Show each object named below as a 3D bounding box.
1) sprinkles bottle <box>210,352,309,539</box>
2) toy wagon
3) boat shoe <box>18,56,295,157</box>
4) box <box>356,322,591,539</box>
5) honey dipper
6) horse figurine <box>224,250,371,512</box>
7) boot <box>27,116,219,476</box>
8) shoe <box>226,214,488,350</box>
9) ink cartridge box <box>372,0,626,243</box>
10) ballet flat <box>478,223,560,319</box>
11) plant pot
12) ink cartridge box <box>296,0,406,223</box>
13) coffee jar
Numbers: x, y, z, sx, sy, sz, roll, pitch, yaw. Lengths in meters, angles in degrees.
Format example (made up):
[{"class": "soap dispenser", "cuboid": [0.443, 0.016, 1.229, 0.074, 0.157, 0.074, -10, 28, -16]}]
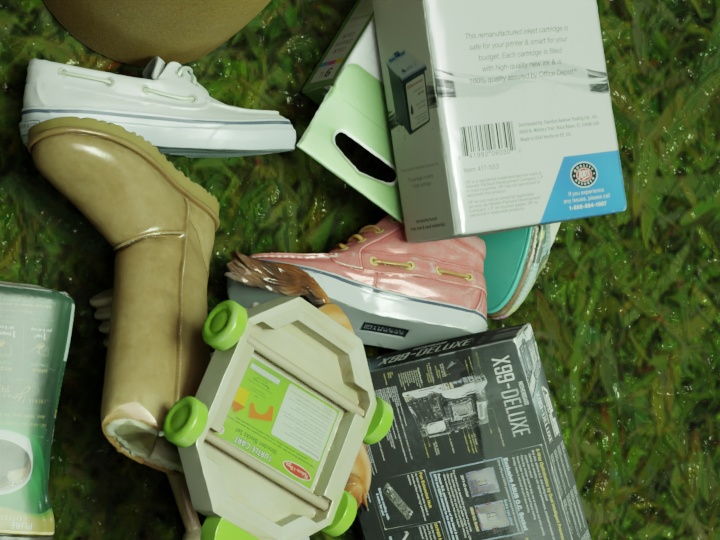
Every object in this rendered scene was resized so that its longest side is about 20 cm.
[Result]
[{"class": "sprinkles bottle", "cuboid": [-0.077, 0.156, 1.425, 0.068, 0.068, 0.201, -15, 95, -27]}, {"class": "toy wagon", "cuboid": [-0.062, 0.119, 1.317, 0.155, 0.039, 0.201, 35, 68, -35]}, {"class": "boat shoe", "cuboid": [-0.137, -0.116, 1.402, 0.199, 0.073, 0.067, 1, 88, -27]}, {"class": "box", "cuboid": [0.072, 0.152, 1.458, 0.050, 0.157, 0.201, -32, 106, -68]}, {"class": "honey dipper", "cuboid": [-0.144, 0.109, 1.415, 0.038, 0.038, 0.201, -21, 102, -26]}, {"class": "horse figurine", "cuboid": [-0.040, 0.081, 1.394, 0.132, 0.050, 0.201, -10, 93, -47]}, {"class": "boot", "cuboid": [-0.154, 0.015, 1.333, 0.175, 0.066, 0.201, 29, 50, -40]}, {"class": "shoe", "cuboid": [0.000, 0.000, 1.477, 0.199, 0.072, 0.091, 12, 60, -15]}, {"class": "ink cartridge box", "cuboid": [0.099, -0.129, 1.449, 0.146, 0.086, 0.201, -8, 89, -27]}, {"class": "ballet flat", "cuboid": [0.121, -0.063, 1.546, 0.071, 0.069, 0.201, 2, 87, -53]}, {"class": "plant pot", "cuboid": [-0.106, -0.242, 1.354, 0.186, 0.200, 0.187, 1, 87, -28]}, {"class": "ink cartridge box", "cuboid": [0.029, -0.143, 1.497, 0.104, 0.059, 0.200, 36, 72, -21]}, {"class": "coffee jar", "cuboid": [-0.250, 0.108, 1.328, 0.104, 0.085, 0.201, 7, 84, -23]}]
